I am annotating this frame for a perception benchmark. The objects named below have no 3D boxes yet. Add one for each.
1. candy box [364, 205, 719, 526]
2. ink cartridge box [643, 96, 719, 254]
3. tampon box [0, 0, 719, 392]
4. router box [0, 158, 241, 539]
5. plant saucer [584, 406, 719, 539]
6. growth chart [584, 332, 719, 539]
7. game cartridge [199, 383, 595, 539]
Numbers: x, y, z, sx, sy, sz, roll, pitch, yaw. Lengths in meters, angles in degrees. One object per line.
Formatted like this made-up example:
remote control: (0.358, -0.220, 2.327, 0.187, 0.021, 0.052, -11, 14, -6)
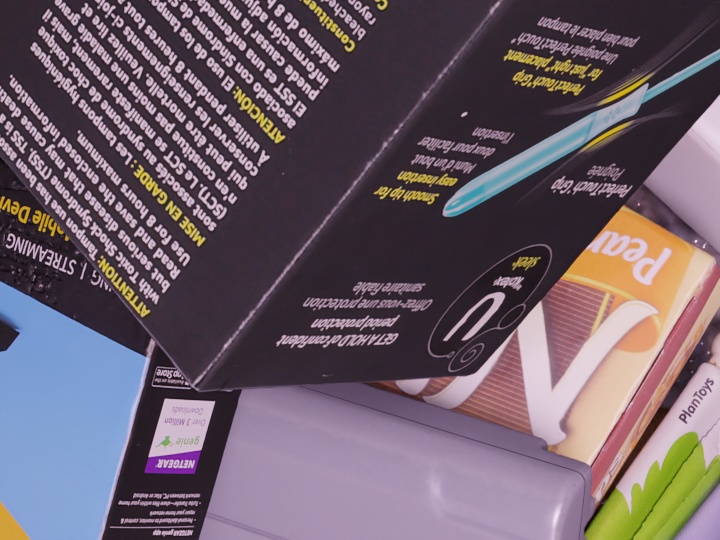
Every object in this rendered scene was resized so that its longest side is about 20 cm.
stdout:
candy box: (0.000, 0.000, 0.817, 0.199, 0.055, 0.116, 32, 90, 15)
ink cartridge box: (0.196, -0.032, 0.799, 0.200, 0.083, 0.145, 43, 80, 5)
tampon box: (0.017, -0.083, 0.677, 0.126, 0.150, 0.200, 48, 111, 22)
router box: (-0.128, 0.033, 0.789, 0.199, 0.051, 0.150, 21, 98, 37)
plant saucer: (0.078, 0.142, 0.835, 0.199, 0.035, 0.202, 0, 88, 3)
growth chart: (0.161, 0.108, 0.809, 0.199, 0.018, 0.145, 34, 67, -3)
game cartridge: (-0.002, 0.131, 0.788, 0.132, 0.042, 0.201, 13, 116, 20)
